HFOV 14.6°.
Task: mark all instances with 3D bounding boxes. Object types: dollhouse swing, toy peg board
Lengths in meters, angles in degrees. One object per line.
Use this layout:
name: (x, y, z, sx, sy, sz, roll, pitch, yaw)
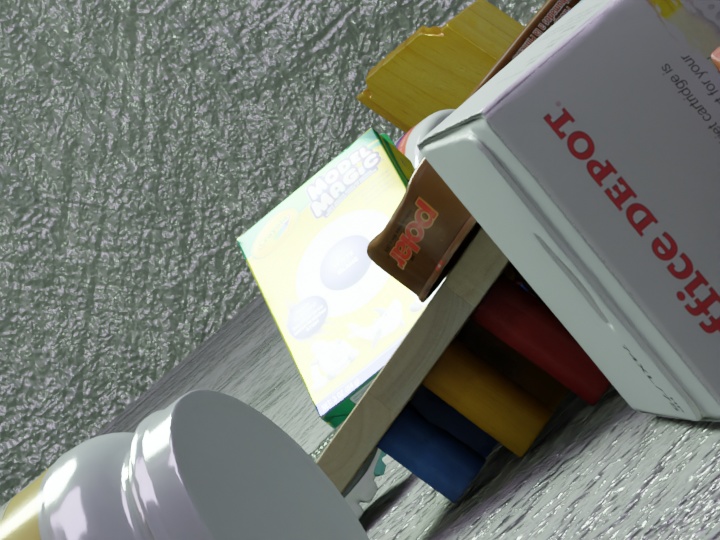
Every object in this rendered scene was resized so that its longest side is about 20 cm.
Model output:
dollhouse swing: (0.135, -0.263, 3.298, 0.200, 0.182, 0.176, -36, 26, 52)
toy peg board: (0.090, 0.020, 1.296, 0.199, 0.098, 0.200, -56, -4, 30)

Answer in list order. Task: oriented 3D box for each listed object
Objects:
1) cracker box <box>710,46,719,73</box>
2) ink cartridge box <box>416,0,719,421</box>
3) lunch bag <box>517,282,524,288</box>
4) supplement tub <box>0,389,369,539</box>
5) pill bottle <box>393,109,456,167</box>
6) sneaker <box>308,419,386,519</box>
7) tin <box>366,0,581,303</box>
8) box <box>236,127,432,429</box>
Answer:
cracker box: (0.234, -0.096, 0.933, 0.200, 0.058, 0.134, -41, 33, -6)
ink cartridge box: (0.149, -0.061, 1.064, 0.200, 0.147, 0.146, -40, 5, -8)
lunch bag: (0.079, -0.014, 1.777, 0.200, 0.094, 0.151, -21, 16, 38)
supplement tub: (-0.100, 0.152, 1.064, 0.200, 0.145, 0.145, -39, 4, 19)
pill bottle: (0.026, -0.023, 2.030, 0.200, 0.111, 0.111, -36, 6, 43)
sneaker: (-0.073, 0.131, 1.419, 0.200, 0.091, 0.078, -42, 5, -17)
tin: (0.066, -0.064, 1.236, 0.200, 0.042, 0.112, -51, -9, -46)
box: (0.000, 0.000, 1.703, 0.117, 0.048, 0.200, -40, 40, 11)
